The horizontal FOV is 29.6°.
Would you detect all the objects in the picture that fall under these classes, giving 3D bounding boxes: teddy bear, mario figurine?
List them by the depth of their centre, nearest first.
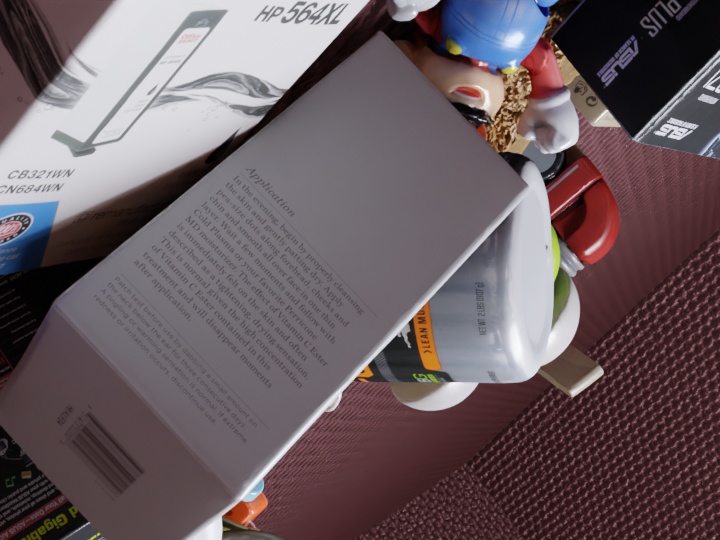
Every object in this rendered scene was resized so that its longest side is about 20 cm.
[{"bbox_3d":[0.070,-0.116,0.734,0.106,0.123,0.200,-43,169,-43],"label":"mario figurine"},{"bbox_3d":[0.111,-0.153,0.854,0.145,0.067,0.201,-39,163,-40],"label":"teddy bear"}]

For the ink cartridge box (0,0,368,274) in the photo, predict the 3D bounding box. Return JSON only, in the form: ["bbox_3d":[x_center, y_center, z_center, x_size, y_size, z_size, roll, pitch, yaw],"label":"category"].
[{"bbox_3d":[-0.081,-0.093,0.472,0.200,0.085,0.146,-44,166,27],"label":"ink cartridge box"}]

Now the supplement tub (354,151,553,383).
[{"bbox_3d":[0.000,0.000,0.748,0.198,0.124,0.122,-2,177,18],"label":"supplement tub"}]

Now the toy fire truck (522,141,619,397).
[{"bbox_3d":[0.157,0.001,1.156,0.176,0.201,0.129,-40,167,8],"label":"toy fire truck"}]

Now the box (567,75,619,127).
[{"bbox_3d":[0.220,-0.195,0.939,0.200,0.078,0.095,-45,164,26],"label":"box"}]

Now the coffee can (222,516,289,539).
[{"bbox_3d":[-0.109,0.226,0.868,0.146,0.147,0.200,-32,-169,-22],"label":"coffee can"}]

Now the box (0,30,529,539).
[{"bbox_3d":[-0.041,0.012,0.573,0.200,0.098,0.124,-44,180,-35],"label":"box"}]

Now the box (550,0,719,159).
[{"bbox_3d":[0.235,-0.154,0.810,0.164,0.086,0.199,-46,154,26],"label":"box"}]

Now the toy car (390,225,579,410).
[{"bbox_3d":[0.055,-0.009,0.982,0.199,0.175,0.151,-28,-148,33],"label":"toy car"}]

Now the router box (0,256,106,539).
[{"bbox_3d":[-0.140,0.049,0.646,0.199,0.150,0.062,-31,165,-25],"label":"router box"}]

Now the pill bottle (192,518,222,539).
[{"bbox_3d":[-0.135,0.113,0.749,0.108,0.200,0.110,-6,121,-10],"label":"pill bottle"}]

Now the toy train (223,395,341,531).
[{"bbox_3d":[-0.078,0.097,0.977,0.055,0.150,0.200,-24,157,-50],"label":"toy train"}]
